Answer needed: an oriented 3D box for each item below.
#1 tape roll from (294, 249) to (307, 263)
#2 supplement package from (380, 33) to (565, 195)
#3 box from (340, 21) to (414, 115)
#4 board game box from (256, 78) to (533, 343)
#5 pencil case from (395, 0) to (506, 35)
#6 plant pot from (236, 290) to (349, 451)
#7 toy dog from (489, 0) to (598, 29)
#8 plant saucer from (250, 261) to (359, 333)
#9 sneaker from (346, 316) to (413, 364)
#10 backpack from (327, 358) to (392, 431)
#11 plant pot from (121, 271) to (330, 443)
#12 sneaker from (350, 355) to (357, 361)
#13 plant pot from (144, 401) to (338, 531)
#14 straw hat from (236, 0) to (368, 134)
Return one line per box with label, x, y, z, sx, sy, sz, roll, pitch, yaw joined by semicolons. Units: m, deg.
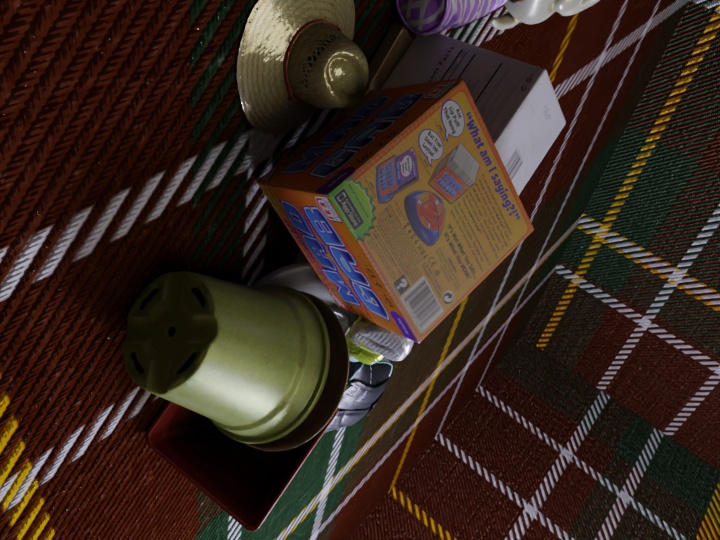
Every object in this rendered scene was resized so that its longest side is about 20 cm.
tape roll;-0.031;-0.030;1.068;0.203;0.037;0.204;-45;157;-25
supplement package;0.140;-0.206;0.869;0.121;0.199;0.121;-55;144;-2
box;0.026;-0.221;0.934;0.202;0.021;0.163;-58;159;6
board game box;0.038;-0.077;0.789;0.199;0.199;0.201;-41;116;-17
pencil case;0.129;-0.363;0.863;0.200;0.085;0.085;-39;-172;-40
plant pot;-0.097;0.126;0.851;0.201;0.199;0.027;-56;148;0
toy dog;0.254;-0.458;0.969;0.192;0.141;0.200;-28;165;15
plant saucer;-0.071;0.067;0.951;0.197;0.051;0.201;-10;144;-7
sneaker;0.036;0.063;0.896;0.106;0.075;0.200;-57;-171;-20
backpack;-0.038;0.196;1.215;0.177;0.153;0.199;-56;149;7
plant pot;-0.165;0.088;0.777;0.202;0.199;0.184;-55;147;0
sneaker;0.023;0.106;1.116;0.201;0.078;0.132;-63;150;-47
plant pot;-0.150;0.218;0.976;0.201;0.199;0.176;-54;169;-3
straw hat;-0.037;-0.215;0.717;0.201;0.085;0.202;-45;156;-26
